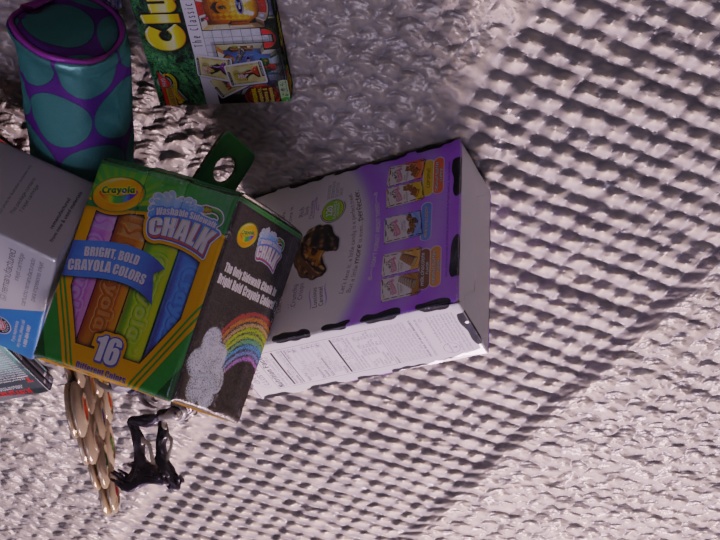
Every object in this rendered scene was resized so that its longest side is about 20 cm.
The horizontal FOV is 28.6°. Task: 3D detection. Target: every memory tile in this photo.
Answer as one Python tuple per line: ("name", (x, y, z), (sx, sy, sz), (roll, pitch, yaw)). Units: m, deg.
("memory tile", (-0.252, 0.125, 1.328), (0.017, 0.154, 0.200), (-9, 144, -3))

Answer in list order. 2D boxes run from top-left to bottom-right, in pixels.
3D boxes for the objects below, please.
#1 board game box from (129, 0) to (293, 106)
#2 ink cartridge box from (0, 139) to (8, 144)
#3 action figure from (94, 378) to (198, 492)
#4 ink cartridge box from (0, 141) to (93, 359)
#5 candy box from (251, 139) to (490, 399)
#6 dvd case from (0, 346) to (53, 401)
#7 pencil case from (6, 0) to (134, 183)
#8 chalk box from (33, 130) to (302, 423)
("board game box", (-0.113, -0.196, 1.011), (0.104, 0.024, 0.200), (0, 142, 8))
("ink cartridge box", (-0.378, -0.084, 1.154), (0.162, 0.057, 0.200), (-24, 130, 31))
("action figure", (-0.186, 0.103, 1.314), (0.102, 0.201, 0.119), (19, -171, 17))
("ink cartridge box", (-0.313, -0.037, 1.069), (0.199, 0.085, 0.145), (25, 141, -2))
("candy box", (0.000, 0.000, 1.134), (0.199, 0.168, 0.072), (-13, 138, 21))
("dvd case", (-0.413, 0.071, 1.376), (0.145, 0.022, 0.200), (-12, 138, 19))
("pencil case", (-0.215, -0.116, 1.069), (0.085, 0.092, 0.200), (-25, 148, -26))
("chalk box", (-0.133, -0.005, 1.051), (0.124, 0.201, 0.125), (15, 172, 22))
